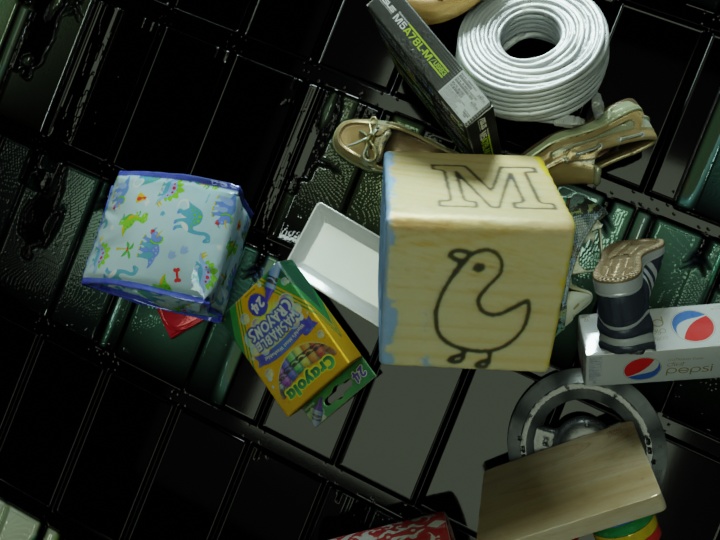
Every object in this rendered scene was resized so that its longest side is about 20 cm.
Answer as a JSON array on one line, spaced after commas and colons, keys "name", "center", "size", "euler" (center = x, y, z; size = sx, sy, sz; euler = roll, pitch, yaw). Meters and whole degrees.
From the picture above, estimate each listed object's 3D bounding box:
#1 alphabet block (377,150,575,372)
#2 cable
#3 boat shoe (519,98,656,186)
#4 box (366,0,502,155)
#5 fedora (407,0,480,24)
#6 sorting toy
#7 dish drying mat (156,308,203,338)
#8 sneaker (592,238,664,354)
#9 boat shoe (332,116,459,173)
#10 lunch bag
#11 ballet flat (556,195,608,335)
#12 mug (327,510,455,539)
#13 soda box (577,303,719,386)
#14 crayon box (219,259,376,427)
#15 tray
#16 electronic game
[{"name": "alphabet block", "center": [0.121, -0.016, 0.867], "size": [0.195, 0.198, 0.199], "euler": [1, 122, 0]}, {"name": "cable", "center": [0.216, -0.280, 0.940], "size": [0.196, 0.070, 0.203], "euler": [3, 62, 15]}, {"name": "boat shoe", "center": [0.280, -0.140, 0.936], "size": [0.198, 0.072, 0.077], "euler": [-30, 63, 8]}, {"name": "box", "center": [0.098, -0.232, 0.922], "size": [0.047, 0.193, 0.201], "euler": [-38, 74, 8]}, {"name": "fedora", "center": [0.112, -0.406, 0.988], "size": [0.196, 0.082, 0.205], "euler": [-4, 75, 15]}, {"name": "sorting toy", "center": [0.239, 0.270, 0.837], "size": [0.197, 0.199, 0.071], "euler": [-23, 94, 15]}, {"name": "dish drying mat", "center": [-0.289, -0.008, 1.081], "size": [0.076, 0.018, 0.203], "euler": [-27, 82, 7]}, {"name": "sneaker", "center": [0.328, 0.031, 0.890], "size": [0.069, 0.199, 0.111], "euler": [-4, 105, 33]}, {"name": "boat shoe", "center": [0.053, -0.166, 1.001], "size": [0.196, 0.063, 0.075], "euler": [15, 90, 11]}, {"name": "lunch bag", "center": [-0.265, -0.038, 1.006], "size": [0.196, 0.128, 0.173], "euler": [12, 72, 5]}, {"name": "ballet flat", "center": [0.272, 0.007, 0.942], "size": [0.073, 0.074, 0.204], "euler": [13, 94, 11]}, {"name": "mug", "center": [0.037, 0.404, 0.959], "size": [0.196, 0.179, 0.135], "euler": [-19, 47, 5]}, {"name": "soda box", "center": [0.373, 0.091, 0.912], "size": [0.196, 0.064, 0.069], "euler": [-5, 44, 10]}, {"name": "crayon box", "center": [-0.087, 0.104, 1.007], "size": [0.125, 0.051, 0.201], "euler": [-41, 80, 18]}, {"name": "tray", "center": [0.000, 0.000, 1.023], "size": [0.198, 0.022, 0.109], "euler": [31, 92, 11]}, {"name": "electronic game", "center": [0.288, 0.227, 0.943], "size": [0.196, 0.042, 0.205], "euler": [-2, 83, 19]}]
